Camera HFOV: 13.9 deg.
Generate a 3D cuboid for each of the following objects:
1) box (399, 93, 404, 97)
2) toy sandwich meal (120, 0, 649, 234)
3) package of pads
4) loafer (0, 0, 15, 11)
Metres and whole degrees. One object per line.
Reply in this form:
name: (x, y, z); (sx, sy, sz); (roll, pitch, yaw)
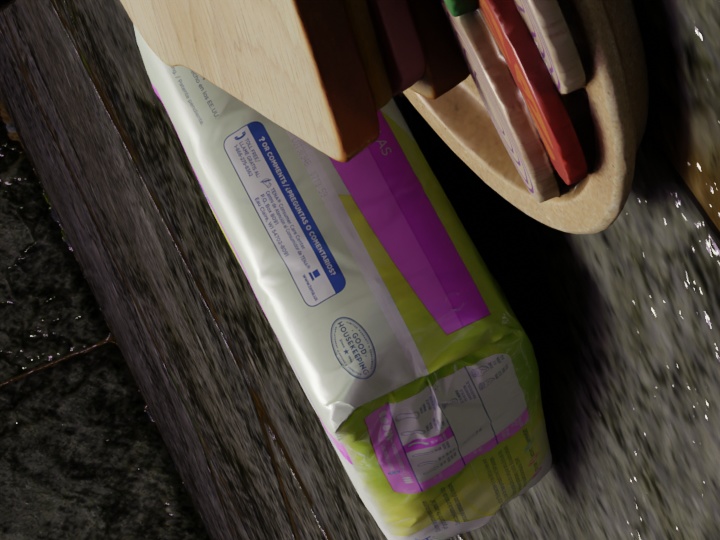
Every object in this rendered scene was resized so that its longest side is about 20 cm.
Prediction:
box: (-0.019, -0.165, 0.842); (0.200, 0.021, 0.164); (81, 164, -61)
toy sandwich meal: (-0.008, -0.083, 0.725); (0.205, 0.070, 0.205); (54, 167, 19)
package of pads: (0.000, 0.000, 0.946); (0.155, 0.068, 0.200); (62, 178, 17)
loafer: (-0.103, -0.170, 1.031); (0.063, 0.072, 0.200); (61, 138, 21)
